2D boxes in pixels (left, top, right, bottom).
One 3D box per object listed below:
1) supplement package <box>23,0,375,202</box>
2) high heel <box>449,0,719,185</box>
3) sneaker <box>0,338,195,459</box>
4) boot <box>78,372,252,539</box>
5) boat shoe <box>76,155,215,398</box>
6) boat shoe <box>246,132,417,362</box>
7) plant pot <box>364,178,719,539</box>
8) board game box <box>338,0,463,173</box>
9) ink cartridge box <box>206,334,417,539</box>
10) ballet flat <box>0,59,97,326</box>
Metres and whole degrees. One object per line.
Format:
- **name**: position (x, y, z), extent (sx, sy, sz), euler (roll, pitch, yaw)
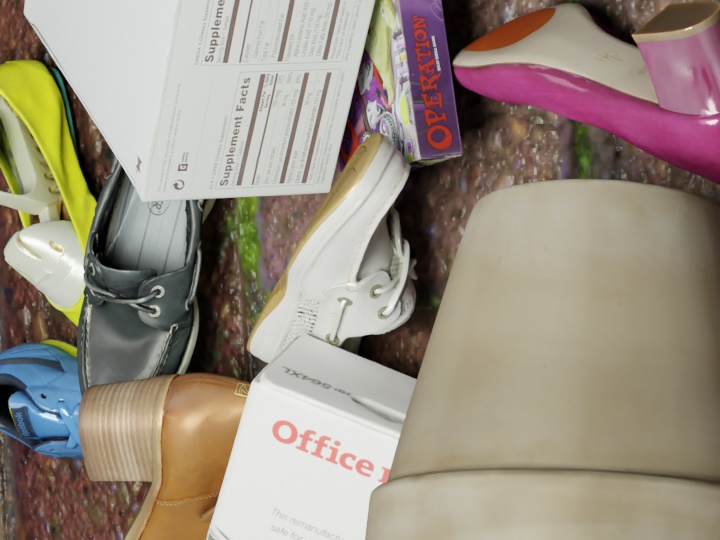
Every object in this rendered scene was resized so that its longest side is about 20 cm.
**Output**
- **supplement package**: position (-0.087, -0.155, 1.285), extent (0.200, 0.110, 0.156), euler (53, 139, 46)
- **high heel**: position (0.118, -0.075, 1.178), extent (0.200, 0.067, 0.096), euler (8, 129, 58)
- **sneaker**: position (-0.151, 0.090, 1.436), extent (0.199, 0.078, 0.066), euler (13, 112, 37)
- **boot**: position (-0.062, 0.141, 1.364), extent (0.154, 0.074, 0.201), euler (-1, 132, 16)
- **boat shoe**: position (-0.123, -0.007, 1.379), extent (0.074, 0.066, 0.200), euler (18, 88, 19)
- **boat shoe**: position (0.000, 0.000, 1.271), extent (0.069, 0.071, 0.200), euler (32, 150, 2)
- **plant pot**: position (0.105, 0.058, 1.100), extent (0.199, 0.199, 0.175), euler (-10, 71, 45)
- **board game box**: position (0.007, -0.150, 1.268), extent (0.120, 0.032, 0.201), euler (163, 100, -74)
- **ink cartridge box**: position (-0.004, 0.154, 1.260), extent (0.145, 0.084, 0.201), euler (21, 111, 9)
- **ballet flat**: position (-0.191, -0.035, 1.481), extent (0.067, 0.067, 0.201), euler (-37, 68, 45)
